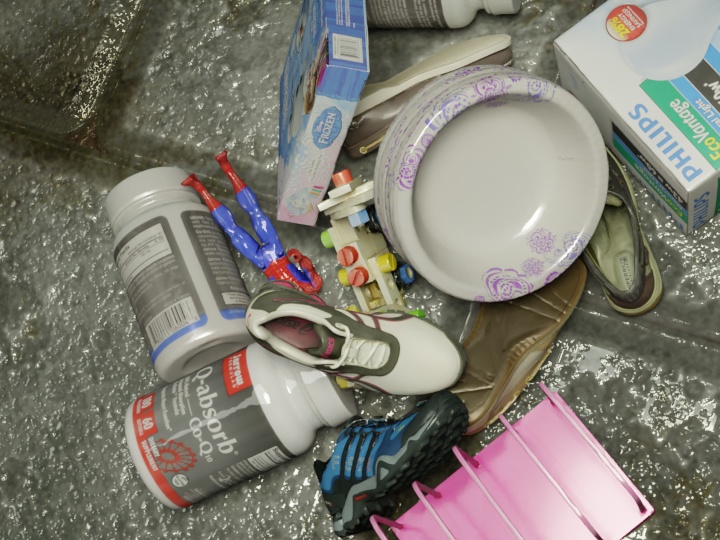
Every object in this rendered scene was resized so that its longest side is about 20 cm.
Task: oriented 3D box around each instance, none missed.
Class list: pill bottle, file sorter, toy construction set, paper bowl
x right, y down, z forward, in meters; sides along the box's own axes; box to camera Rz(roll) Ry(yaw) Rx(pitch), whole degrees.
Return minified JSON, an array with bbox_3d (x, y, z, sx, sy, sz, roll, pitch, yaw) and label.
[{"bbox_3d":[-0.112,0.137,1.106,0.200,0.116,0.116,-26,68,8],"label":"pill bottle"},{"bbox_3d":[0.129,0.211,1.006,0.200,0.125,0.139,-40,67,2],"label":"file sorter"},{"bbox_3d":[0.000,0.000,1.093,0.092,0.131,0.201,-3,105,27],"label":"toy construction set"},{"bbox_3d":[0.109,-0.081,1.026,0.201,0.201,0.104,-45,26,0],"label":"paper bowl"},{"bbox_3d":[-0.182,0.003,1.168,0.114,0.114,0.200,-28,68,7],"label":"pill bottle"},{"bbox_3d":[0.062,-0.303,1.188,0.199,0.111,0.111,3,75,18],"label":"pill bottle"}]

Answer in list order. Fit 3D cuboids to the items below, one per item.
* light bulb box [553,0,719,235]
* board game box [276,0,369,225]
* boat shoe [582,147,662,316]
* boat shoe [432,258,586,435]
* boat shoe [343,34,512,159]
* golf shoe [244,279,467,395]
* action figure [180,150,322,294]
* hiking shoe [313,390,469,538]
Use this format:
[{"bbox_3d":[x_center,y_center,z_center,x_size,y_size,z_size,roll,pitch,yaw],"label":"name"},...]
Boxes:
[{"bbox_3d":[0.317,-0.178,1.067,0.200,0.125,0.198,-37,68,2],"label":"light bulb box"},{"bbox_3d":[-0.040,-0.183,1.110,0.043,0.199,0.200,8,48,-12],"label":"board game box"},{"bbox_3d":[0.226,-0.056,1.089,0.072,0.066,0.201,-23,68,12],"label":"boat shoe"},{"bbox_3d":[0.138,0.067,1.079,0.074,0.066,0.200,36,75,24],"label":"boat shoe"},{"bbox_3d":[0.067,-0.178,1.177,0.200,0.072,0.060,-25,109,-4],"label":"boat shoe"},{"bbox_3d":[-0.006,0.069,1.003,0.199,0.088,0.077,15,100,-1],"label":"golf shoe"},{"bbox_3d":[-0.095,-0.018,1.128,0.065,0.099,0.200,-36,99,3],"label":"action figure"},{"bbox_3d":[0.017,0.160,1.041,0.200,0.074,0.087,-50,61,35],"label":"hiking shoe"}]
